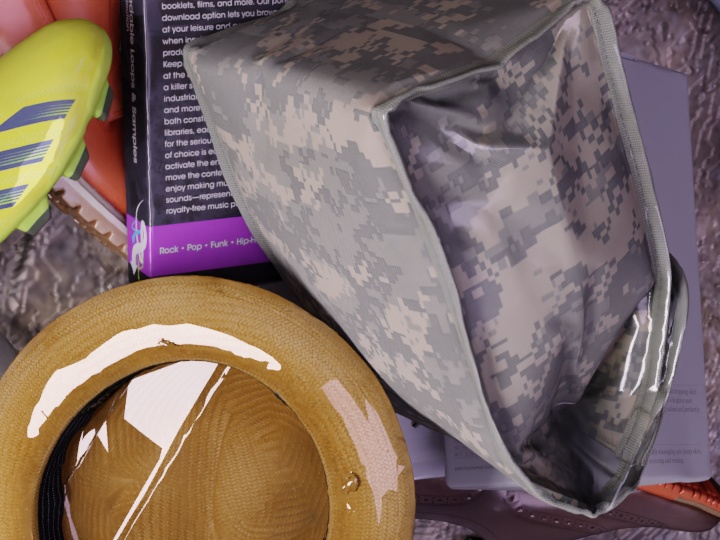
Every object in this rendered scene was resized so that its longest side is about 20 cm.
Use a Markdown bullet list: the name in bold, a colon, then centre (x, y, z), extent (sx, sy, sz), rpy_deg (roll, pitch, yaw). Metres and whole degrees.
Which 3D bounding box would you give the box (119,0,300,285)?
- **box**: centre (-0.032, -0.095, 0.773), extent (0.143, 0.036, 0.200), rpy_deg (-7, 108, -27)

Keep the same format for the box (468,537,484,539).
- **box**: centre (0.108, 0.253, 0.980), extent (0.158, 0.051, 0.200), rpy_deg (12, 100, -23)

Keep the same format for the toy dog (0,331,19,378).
- **toy dog**: centre (-0.194, 0.084, 0.808), extent (0.200, 0.096, 0.132), rpy_deg (14, 96, -39)

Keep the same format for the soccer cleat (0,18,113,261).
- **soccer cleat**: centre (-0.180, -0.031, 0.707), extent (0.200, 0.065, 0.084), rpy_deg (-45, 121, 4)

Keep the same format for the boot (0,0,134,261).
- **boot**: centre (-0.120, -0.090, 0.787), extent (0.107, 0.075, 0.200), rpy_deg (-40, 114, -13)

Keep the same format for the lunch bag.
- **lunch bag**: centre (0.037, -0.011, 0.717), extent (0.118, 0.164, 0.200), rpy_deg (-30, 117, -22)

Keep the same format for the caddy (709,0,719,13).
- **caddy**: centre (0.202, -0.162, 0.857), extent (0.200, 0.141, 0.105), rpy_deg (41, 82, -25)

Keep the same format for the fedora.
- **fedora**: centre (-0.065, 0.089, 0.769), extent (0.200, 0.082, 0.201), rpy_deg (4, 105, 13)

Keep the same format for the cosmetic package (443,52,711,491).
- **cosmetic package**: centre (0.098, 0.001, 0.838), extent (0.113, 0.081, 0.200), rpy_deg (9, 76, -48)

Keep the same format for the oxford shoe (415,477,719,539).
- **oxford shoe**: centre (0.098, 0.113, 0.935), extent (0.200, 0.071, 0.073), rpy_deg (15, 107, -16)

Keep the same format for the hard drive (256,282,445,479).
- **hard drive**: centre (0.000, 0.000, 0.848), extent (0.132, 0.025, 0.200), rpy_deg (-5, 88, -20)
